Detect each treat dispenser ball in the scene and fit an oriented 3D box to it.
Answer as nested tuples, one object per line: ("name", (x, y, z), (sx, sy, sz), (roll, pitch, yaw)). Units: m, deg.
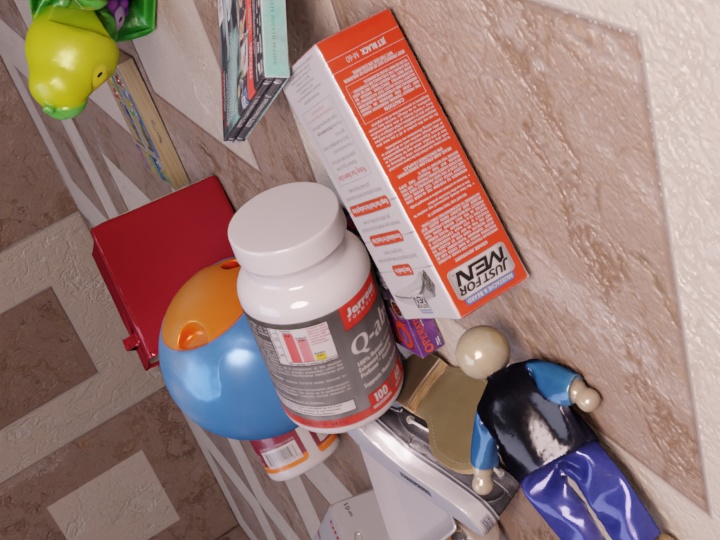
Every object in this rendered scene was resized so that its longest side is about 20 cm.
("treat dispenser ball", (-0.118, 0.083, 1.216), (0.201, 0.201, 0.201), (52, 162, 24))

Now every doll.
("doll", (0.128, 0.127, 0.788), (0.136, 0.048, 0.200), (-42, 77, 40))

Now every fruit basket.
("fruit basket", (-0.288, -0.265, 1.186), (0.216, 0.155, 0.216), (165, 90, -76))

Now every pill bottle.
("pill bottle", (-0.038, 0.033, 0.954), (0.116, 0.116, 0.200), (40, 155, 48))
("pill bottle", (-0.122, 0.179, 1.555), (0.200, 0.114, 0.114), (62, 164, -8))

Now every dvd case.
("dvd case", (-0.085, -0.189, 0.855), (0.200, 0.022, 0.146), (155, 112, -72))

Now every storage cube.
("storage cube", (-0.237, 0.007, 1.457), (0.180, 0.200, 0.171), (64, 165, 4))

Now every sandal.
("sandal", (0.093, 0.127, 0.942), (0.070, 0.078, 0.212), (39, 178, -21))

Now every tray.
("tray", (0.042, 0.183, 1.107), (0.107, 0.022, 0.200), (-50, 49, 43))

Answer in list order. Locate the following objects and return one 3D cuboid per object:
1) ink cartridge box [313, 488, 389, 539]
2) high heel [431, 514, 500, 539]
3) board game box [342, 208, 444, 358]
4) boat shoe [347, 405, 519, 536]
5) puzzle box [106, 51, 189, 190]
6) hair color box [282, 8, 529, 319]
("ink cartridge box", (0.004, 0.403, 1.537), (0.200, 0.085, 0.145), (108, 140, -59))
("high heel", (0.093, 0.306, 1.097), (0.200, 0.071, 0.143), (40, 113, 37))
("board game box", (0.000, 0.000, 1.035), (0.120, 0.032, 0.200), (62, 164, -23))
("boat shoe", (0.054, 0.156, 1.023), (0.200, 0.068, 0.072), (33, 162, 27))
("puzzle box", (-0.311, -0.218, 1.578), (0.133, 0.025, 0.200), (36, 152, 56))
("hair color box", (0.026, -0.066, 0.772), (0.200, 0.064, 0.111), (63, 164, -6))
